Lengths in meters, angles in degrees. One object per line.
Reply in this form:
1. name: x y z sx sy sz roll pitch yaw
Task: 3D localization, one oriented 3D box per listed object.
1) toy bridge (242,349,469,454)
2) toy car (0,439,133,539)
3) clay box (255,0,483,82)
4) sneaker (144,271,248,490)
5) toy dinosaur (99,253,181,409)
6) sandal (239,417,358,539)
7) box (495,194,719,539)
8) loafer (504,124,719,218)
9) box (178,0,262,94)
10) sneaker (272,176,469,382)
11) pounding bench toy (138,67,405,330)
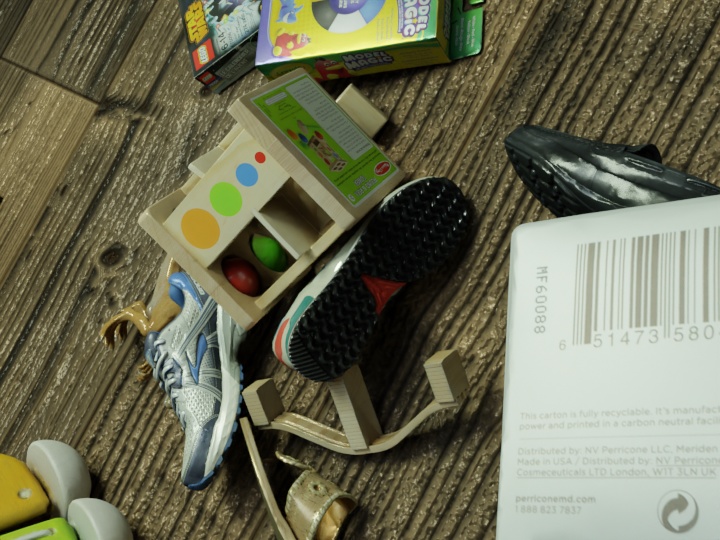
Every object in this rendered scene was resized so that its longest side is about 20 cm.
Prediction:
1. toy bridge: -0.005 0.107 0.822 0.200 0.027 0.067 -13 103 35
2. toy car: -0.307 0.257 0.937 0.200 0.175 0.150 38 129 40
3. clay box: 0.009 -0.234 0.948 0.199 0.048 0.115 -5 69 23
4. sneaker: -0.143 0.088 0.904 0.077 0.085 0.200 117 159 -57
5. toy dinosaur: -0.183 0.039 1.000 0.106 0.060 0.201 -9 69 7
6. sandal: -0.032 0.197 0.810 0.069 0.078 0.212 -17 52 -8
7. box: 0.203 0.080 0.603 0.199 0.171 0.201 -8 67 34
8. loafer: 0.184 -0.059 0.754 0.070 0.068 0.200 -43 46 -11
9. box: -0.126 -0.298 1.104 0.137 0.040 0.200 -32 55 23
10. sneaker: 0.000 0.001 0.848 0.200 0.070 0.093 -50 19 -16
11. pounding bench toy: -0.062 -0.067 0.890 0.124 0.200 0.156 45 119 -1
